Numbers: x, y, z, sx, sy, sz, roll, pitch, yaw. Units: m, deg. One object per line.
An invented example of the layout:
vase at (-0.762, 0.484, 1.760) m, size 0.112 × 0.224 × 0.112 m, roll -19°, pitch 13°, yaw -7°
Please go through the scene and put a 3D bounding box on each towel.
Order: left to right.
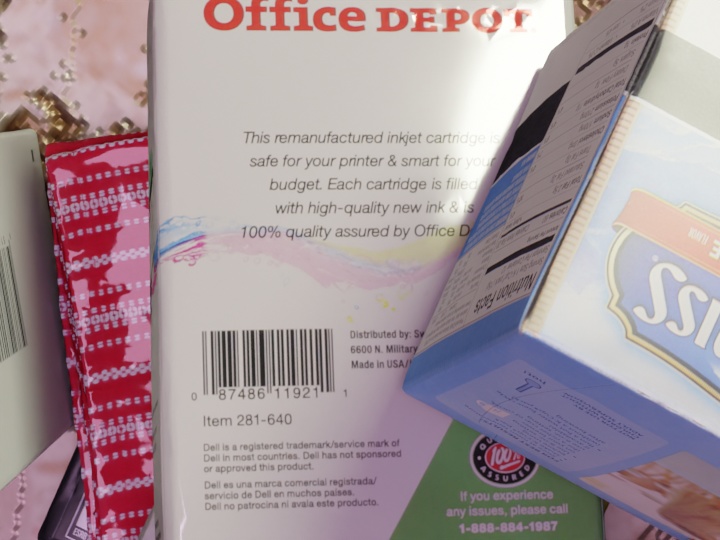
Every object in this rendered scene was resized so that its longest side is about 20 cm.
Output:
towel at (-0.041, 0.044, 0.775) m, size 0.143 × 0.022 × 0.202 m, roll -6°, pitch 95°, yaw 4°

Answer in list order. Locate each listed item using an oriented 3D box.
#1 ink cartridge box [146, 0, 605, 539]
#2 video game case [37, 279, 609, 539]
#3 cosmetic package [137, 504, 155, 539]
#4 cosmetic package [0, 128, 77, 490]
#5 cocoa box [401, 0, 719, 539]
ink cartridge box at (0.000, 0.000, 0.700) m, size 0.144 × 0.084 × 0.202 m, roll -1°, pitch 79°, yaw -9°
video game case at (-0.001, 0.065, 0.798) m, size 0.199 × 0.026 × 0.182 m, roll 25°, pitch 98°, yaw 2°
cosmetic package at (0.001, 0.157, 0.749) m, size 0.199 × 0.051 × 0.083 m, roll 25°, pitch 102°, yaw -3°
cosmetic package at (-0.221, 0.029, 0.720) m, size 0.198 × 0.199 × 0.124 m, roll -8°, pitch 96°, yaw 5°
cocoa box at (0.136, 0.018, 0.611) m, size 0.199 × 0.133 × 0.132 m, roll 28°, pitch 75°, yaw -7°
